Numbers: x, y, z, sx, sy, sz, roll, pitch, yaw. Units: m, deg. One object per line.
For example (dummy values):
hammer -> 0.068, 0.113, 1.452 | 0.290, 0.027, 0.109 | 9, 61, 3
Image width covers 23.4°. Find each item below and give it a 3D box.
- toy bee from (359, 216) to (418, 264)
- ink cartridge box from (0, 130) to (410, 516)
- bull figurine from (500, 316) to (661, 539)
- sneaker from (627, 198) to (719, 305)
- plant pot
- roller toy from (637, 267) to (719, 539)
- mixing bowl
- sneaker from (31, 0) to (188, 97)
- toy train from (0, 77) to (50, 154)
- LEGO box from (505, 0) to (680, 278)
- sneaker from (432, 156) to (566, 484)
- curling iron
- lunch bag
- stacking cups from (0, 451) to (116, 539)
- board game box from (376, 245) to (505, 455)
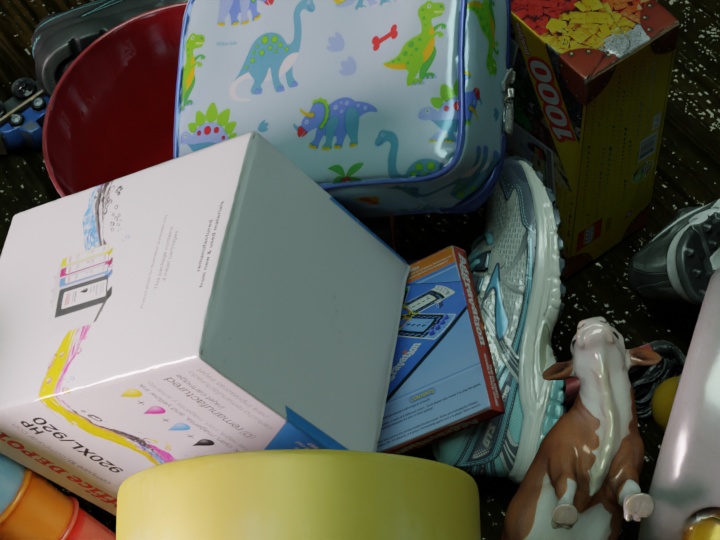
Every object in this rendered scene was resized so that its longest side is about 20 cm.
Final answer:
toy bee -> 0.000, 0.000, 1.105 | 0.130, 0.109, 0.201 | -25, 58, -8
ink cartridge box -> -0.101, 0.040, 0.994 | 0.199, 0.147, 0.145 | -16, 50, 37
bull figurine -> 0.117, 0.128, 0.957 | 0.065, 0.201, 0.122 | 15, 23, 0
sneaker -> 0.247, -0.026, 1.114 | 0.199, 0.090, 0.067 | -22, 96, -32
plant pot -> -0.033, 0.208, 0.931 | 0.199, 0.201, 0.190 | -2, 71, 5
roller toy -> 0.230, 0.094, 0.970 | 0.139, 0.182, 0.201 | 16, 100, 12
mixing bowl -> -0.103, -0.071, 1.161 | 0.199, 0.109, 0.201 | -3, 57, 4
sneaker -> -0.143, -0.180, 1.259 | 0.199, 0.076, 0.079 | -13, 35, -16
toy train -> -0.286, -0.071, 1.227 | 0.200, 0.034, 0.046 | -40, 65, -18
LEGO box -> 0.117, -0.117, 1.110 | 0.077, 0.201, 0.149 | -33, 59, -19
sneaker -> 0.077, 0.027, 1.042 | 0.086, 0.078, 0.201 | 0, 76, -4
curling iron -> 0.116, 0.089, 1.080 | 0.199, 0.026, 0.050 | -16, 54, -4
lunch bag -> -0.009, -0.113, 1.019 | 0.199, 0.082, 0.162 | -5, 77, 28
stacking cups -> -0.221, 0.116, 1.011 | 0.060, 0.200, 0.061 | -37, 30, 26
board game box -> -0.012, 0.070, 1.041 | 0.199, 0.019, 0.104 | -25, 66, 28
